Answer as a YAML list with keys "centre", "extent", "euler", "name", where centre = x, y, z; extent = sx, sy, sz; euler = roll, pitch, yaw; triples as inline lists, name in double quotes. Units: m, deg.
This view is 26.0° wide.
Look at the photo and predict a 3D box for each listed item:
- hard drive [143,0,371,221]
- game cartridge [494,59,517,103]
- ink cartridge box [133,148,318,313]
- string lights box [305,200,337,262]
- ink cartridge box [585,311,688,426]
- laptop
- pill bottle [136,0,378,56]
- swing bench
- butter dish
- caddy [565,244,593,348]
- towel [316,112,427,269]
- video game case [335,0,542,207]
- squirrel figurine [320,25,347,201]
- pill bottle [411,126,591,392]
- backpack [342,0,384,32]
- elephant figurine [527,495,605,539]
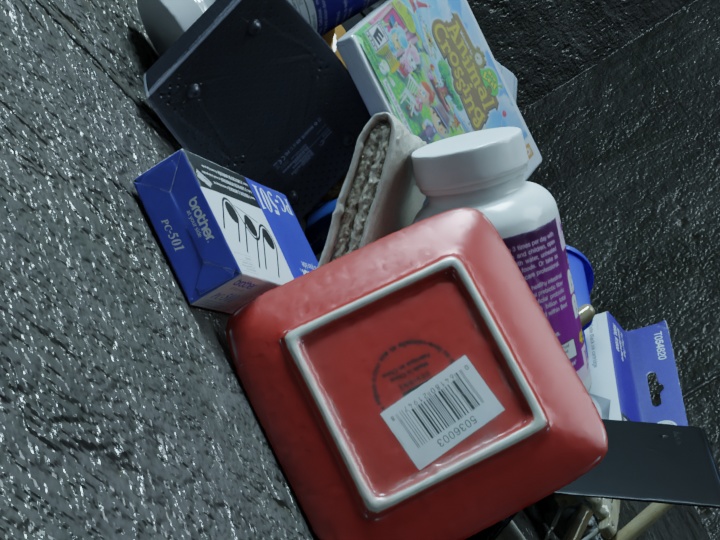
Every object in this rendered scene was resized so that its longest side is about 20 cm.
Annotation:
- centre: [-0.075, -0.126, 1.197]
  extent: [0.042, 0.135, 0.200]
  euler: [42, -3, 42]
  name: "hard drive"
- centre: [0.086, -0.153, 1.458]
  extent: [0.199, 0.041, 0.135]
  euler: [25, 60, -49]
  name: "game cartridge"
- centre: [-0.083, -0.018, 1.088]
  extent: [0.095, 0.044, 0.200]
  euler: [63, 12, 13]
  name: "ink cartridge box"
- centre: [0.000, 0.000, 1.361]
  extent: [0.103, 0.059, 0.200]
  euler: [56, 12, -16]
  name: "string lights box"
- centre: [0.216, 0.125, 1.544]
  extent: [0.201, 0.198, 0.041]
  euler: [-88, 158, -53]
  name: "ink cartridge box"
- centre: [0.149, 0.179, 1.122]
  extent: [0.116, 0.201, 0.187]
  euler: [37, 12, 0]
  name: "laptop"
- centre: [-0.071, -0.230, 1.242]
  extent: [0.116, 0.199, 0.116]
  euler: [48, -20, 24]
  name: "pill bottle"
- centre: [0.151, 0.169, 1.338]
  extent: [0.129, 0.200, 0.200]
  euler: [-10, -62, 56]
  name: "swing bench"
- centre: [0.033, 0.093, 1.047]
  extent: [0.201, 0.198, 0.148]
  euler: [62, -12, 17]
  name: "butter dish"
- centre: [0.136, 0.041, 1.518]
  extent: [0.142, 0.197, 0.106]
  euler: [87, -7, -52]
  name: "caddy"
- centre: [0.004, -0.009, 1.149]
  extent: [0.034, 0.202, 0.132]
  euler: [17, -1, 16]
  name: "towel"
- centre: [0.071, -0.136, 1.283]
  extent: [0.201, 0.022, 0.182]
  euler: [62, 38, -16]
  name: "video game case"
- centre: [-0.055, -0.134, 1.368]
  extent: [0.201, 0.140, 0.188]
  euler: [-86, 156, -47]
  name: "squirrel figurine"
- centre: [0.098, 0.003, 1.132]
  extent: [0.112, 0.111, 0.202]
  euler: [-70, 148, -76]
  name: "pill bottle"
- centre: [-0.034, -0.234, 1.537]
  extent: [0.201, 0.183, 0.147]
  euler: [53, -11, -13]
  name: "backpack"
- centre: [0.218, 0.228, 1.623]
  extent: [0.141, 0.155, 0.201]
  euler: [11, -42, 42]
  name: "elephant figurine"
